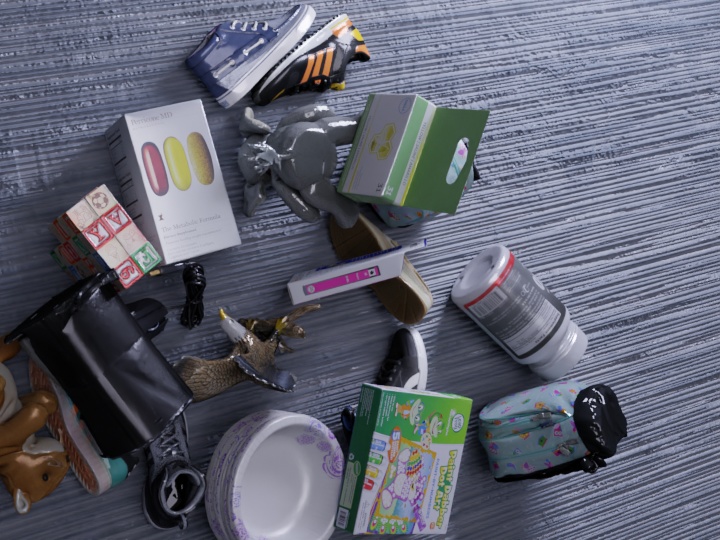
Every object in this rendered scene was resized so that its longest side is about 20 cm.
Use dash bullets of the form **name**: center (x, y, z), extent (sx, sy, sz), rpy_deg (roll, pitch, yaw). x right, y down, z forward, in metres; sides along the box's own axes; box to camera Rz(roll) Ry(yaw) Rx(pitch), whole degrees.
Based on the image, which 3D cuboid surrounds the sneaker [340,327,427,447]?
- **sneaker**: center (0.030, 0.177, 1.737), extent (0.111, 0.073, 0.201), rpy_deg (7, 83, -27)

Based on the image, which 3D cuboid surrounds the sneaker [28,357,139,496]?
- **sneaker**: center (-0.355, 0.184, 1.563), extent (0.080, 0.071, 0.201), rpy_deg (-29, 95, -41)

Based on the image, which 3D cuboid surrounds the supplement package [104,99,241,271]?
- **supplement package**: center (-0.251, -0.111, 1.616), extent (0.113, 0.109, 0.201), rpy_deg (-17, 92, -26)

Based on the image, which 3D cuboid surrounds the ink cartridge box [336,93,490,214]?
- **ink cartridge box**: center (0.064, -0.154, 1.574), extent (0.048, 0.200, 0.146), rpy_deg (23, 83, -36)

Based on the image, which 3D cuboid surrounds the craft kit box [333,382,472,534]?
- **craft kit box**: center (0.062, 0.265, 1.691), extent (0.197, 0.048, 0.201), rpy_deg (12, 89, -48)

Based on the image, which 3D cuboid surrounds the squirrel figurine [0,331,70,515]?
- **squirrel figurine**: center (-0.458, 0.212, 1.486), extent (0.199, 0.142, 0.187), rpy_deg (-27, 112, -3)

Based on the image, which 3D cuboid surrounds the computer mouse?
- **computer mouse**: center (-0.284, 0.056, 1.568), extent (0.199, 0.141, 0.046), rpy_deg (-12, 53, -26)

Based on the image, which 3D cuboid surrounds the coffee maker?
- **coffee maker**: center (-0.302, 0.117, 1.448), extent (0.135, 0.192, 0.200), rpy_deg (-41, 104, -23)

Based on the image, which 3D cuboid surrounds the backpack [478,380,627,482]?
- **backpack**: center (0.275, 0.235, 1.783), extent (0.167, 0.199, 0.127), rpy_deg (-13, 86, -64)

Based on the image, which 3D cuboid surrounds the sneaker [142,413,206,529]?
- **sneaker**: center (-0.244, 0.238, 1.578), extent (0.075, 0.114, 0.201), rpy_deg (-4, 86, -26)

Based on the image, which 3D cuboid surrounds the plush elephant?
- **plush elephant**: center (-0.101, -0.150, 1.679), extent (0.199, 0.155, 0.165), rpy_deg (5, 93, -34)

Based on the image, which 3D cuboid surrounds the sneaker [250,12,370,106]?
- **sneaker**: center (-0.065, -0.284, 1.745), extent (0.200, 0.070, 0.090), rpy_deg (-45, 100, -25)

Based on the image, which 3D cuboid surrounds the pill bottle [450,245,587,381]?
- **pill bottle**: center (0.242, 0.067, 1.830), extent (0.200, 0.114, 0.114), rpy_deg (43, 69, -16)

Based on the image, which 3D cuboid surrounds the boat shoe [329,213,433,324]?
- **boat shoe**: center (0.032, -0.013, 1.771), extent (0.200, 0.072, 0.065), rpy_deg (50, 30, -1)

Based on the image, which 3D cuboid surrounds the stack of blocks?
- **stack of blocks**: center (-0.330, -0.029, 1.519), extent (0.059, 0.200, 0.115), rpy_deg (-41, 101, -23)

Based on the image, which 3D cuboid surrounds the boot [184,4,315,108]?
- **boot**: center (-0.152, -0.327, 1.706), extent (0.090, 0.073, 0.200), rpy_deg (48, 68, -20)

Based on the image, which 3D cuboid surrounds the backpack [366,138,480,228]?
- **backpack**: center (0.077, -0.135, 1.725), extent (0.126, 0.200, 0.167), rpy_deg (-39, 102, -24)

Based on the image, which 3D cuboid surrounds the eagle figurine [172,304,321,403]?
- **eagle figurine**: center (-0.154, 0.120, 1.603), extent (0.151, 0.152, 0.200), rpy_deg (31, 35, -2)

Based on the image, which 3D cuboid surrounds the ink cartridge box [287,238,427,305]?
- **ink cartridge box**: center (0.000, 0.000, 1.684), extent (0.199, 0.095, 0.037), rpy_deg (-18, 96, 5)

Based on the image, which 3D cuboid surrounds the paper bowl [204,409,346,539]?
- **paper bowl**: center (-0.122, 0.286, 1.621), extent (0.200, 0.104, 0.202), rpy_deg (-2, 94, -42)
